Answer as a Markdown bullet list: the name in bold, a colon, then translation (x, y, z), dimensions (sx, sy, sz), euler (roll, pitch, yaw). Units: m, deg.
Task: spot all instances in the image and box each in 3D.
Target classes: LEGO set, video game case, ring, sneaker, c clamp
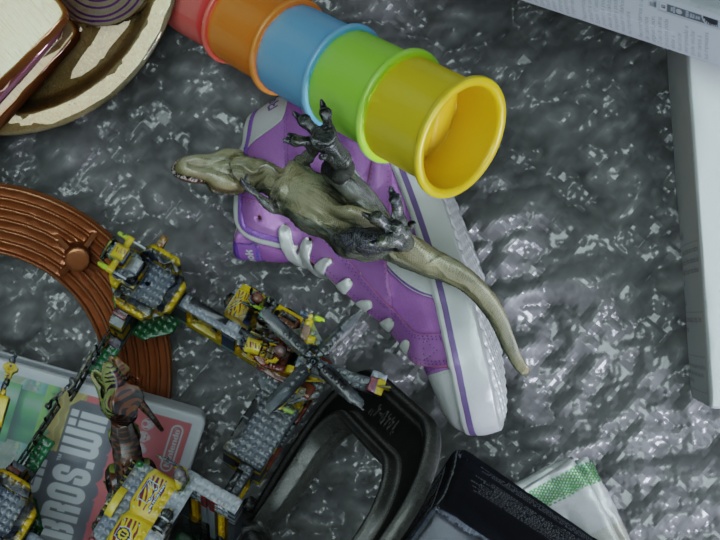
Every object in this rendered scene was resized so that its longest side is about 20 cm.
- **LEGO set**: translation (-0.097, 0.072, 0.879), dimensions (0.154, 0.116, 0.200), euler (38, 73, 8)
- **video game case**: translation (-0.193, 0.110, 0.959), dimensions (0.199, 0.017, 0.143), euler (17, 100, -10)
- **ring**: translation (-0.195, 0.055, 0.966), dimensions (0.200, 0.019, 0.201), euler (-2, 104, -7)
- **sneaker**: translation (0.000, 0.000, 0.959), dimensions (0.114, 0.073, 0.201), euler (-21, 76, 8)
- **c clamp**: translation (-0.026, 0.125, 0.900), dimensions (0.027, 0.200, 0.171), euler (37, 84, -17)

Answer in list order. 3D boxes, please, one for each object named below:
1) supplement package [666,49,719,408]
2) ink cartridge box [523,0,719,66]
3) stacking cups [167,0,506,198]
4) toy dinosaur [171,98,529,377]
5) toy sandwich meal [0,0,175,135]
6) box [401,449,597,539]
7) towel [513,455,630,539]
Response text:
- **supplement package**: translation (0.212, -0.039, 0.911), dimensions (0.117, 0.117, 0.201), euler (-4, 89, 6)
- **ink cartridge box**: translation (0.129, -0.196, 0.888), dimensions (0.199, 0.041, 0.200), euler (21, 58, 23)
- **stacking cups**: translation (-0.024, -0.101, 0.918), dimensions (0.200, 0.060, 0.061), euler (31, 92, 34)
- **toy dinosaur**: translation (-0.001, -0.025, 0.885), dimensions (0.200, 0.088, 0.048), euler (32, 72, 17)
- **toy sandwich meal**: translation (-0.188, -0.155, 0.937), dimensions (0.204, 0.070, 0.206), euler (0, 94, 5)
- **box**: translation (0.033, 0.204, 0.855), dimensions (0.123, 0.198, 0.200), euler (34, 95, 5)
- **towel**: translation (0.093, 0.211, 0.963), dimensions (0.149, 0.031, 0.201), euler (-28, 88, 7)
